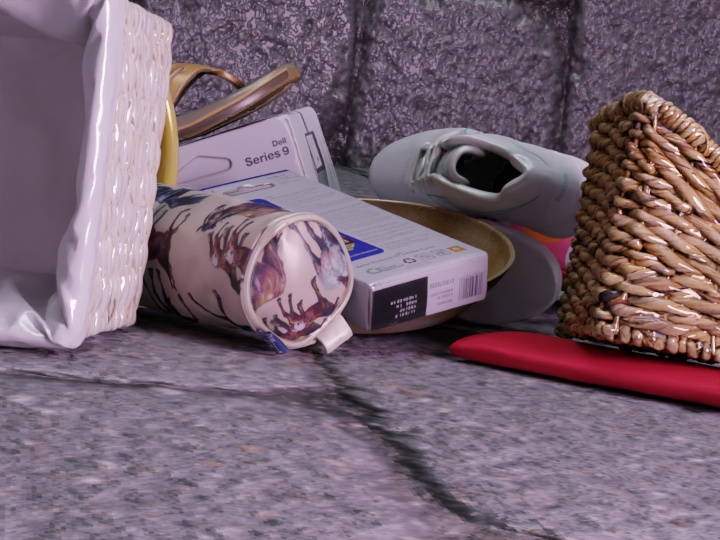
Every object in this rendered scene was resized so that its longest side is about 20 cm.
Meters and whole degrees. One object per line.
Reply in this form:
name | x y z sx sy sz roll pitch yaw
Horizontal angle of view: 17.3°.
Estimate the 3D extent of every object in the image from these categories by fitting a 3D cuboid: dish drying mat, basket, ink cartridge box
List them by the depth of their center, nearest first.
basket | -0.220 -0.069 1.319 0.197 0.201 0.161 7 3 9
dish drying mat | 0.153 0.057 1.366 0.199 0.018 0.077 11 8 39
basket | 0.206 -0.019 1.418 0.142 0.150 0.200 11 -3 -2
ink cartridge box | -0.021 -0.016 1.463 0.094 0.037 0.200 -15 28 -37
ink cartridge box | -0.098 -0.058 1.720 0.145 0.085 0.200 -17 4 6

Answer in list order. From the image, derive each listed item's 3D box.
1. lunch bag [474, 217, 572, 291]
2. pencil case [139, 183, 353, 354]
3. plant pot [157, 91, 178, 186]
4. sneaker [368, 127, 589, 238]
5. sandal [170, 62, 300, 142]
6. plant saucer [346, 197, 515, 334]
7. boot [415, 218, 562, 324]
lunch bag | 0.137 -0.027 1.746 0.175 0.082 0.200 16 -2 -3
pencil case | -0.090 -0.002 1.412 0.078 0.090 0.199 -32 26 -31
plant pot | -0.252 -0.079 1.536 0.188 0.202 0.200 -10 -5 36
sneaker | 0.071 -0.070 1.628 0.080 0.071 0.200 21 -9 -43
sandal | -0.139 -0.113 1.636 0.199 0.054 0.080 -18 4 2
plant saucer | 0.000 0.000 1.525 0.199 0.036 0.200 1 19 0
boot | 0.057 -0.009 1.650 0.199 0.073 0.090 8 11 24
